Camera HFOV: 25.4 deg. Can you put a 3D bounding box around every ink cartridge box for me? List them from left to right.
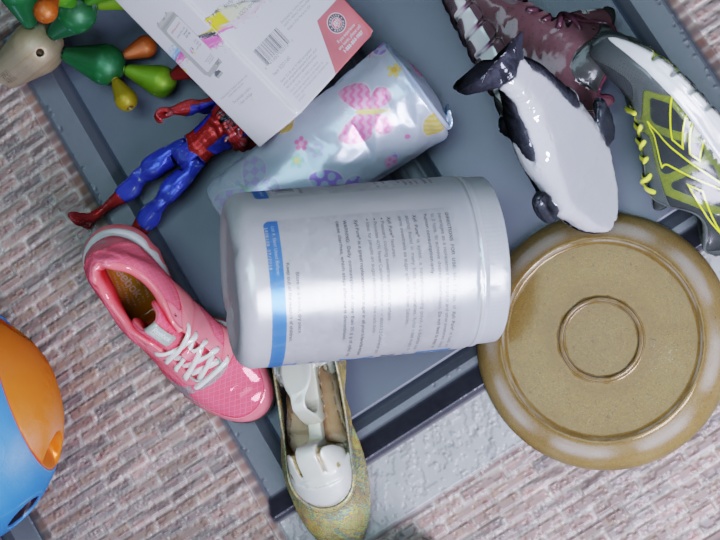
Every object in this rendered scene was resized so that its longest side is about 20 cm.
[{"bbox_3d":[-0.102,-0.210,1.220,0.200,0.067,0.117,46,54,-10],"label":"ink cartridge box"}]

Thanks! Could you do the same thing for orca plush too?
[{"bbox_3d":[0.121,-0.095,1.173,0.071,0.200,0.106,13,79,41],"label":"orca plush"}]

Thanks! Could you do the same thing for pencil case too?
[{"bbox_3d":[-0.025,-0.088,1.260,0.200,0.083,0.091,-39,91,8],"label":"pencil case"}]

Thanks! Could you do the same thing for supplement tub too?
[{"bbox_3d":[0.000,0.000,1.190,0.199,0.132,0.133,-4,84,-10],"label":"supplement tub"}]

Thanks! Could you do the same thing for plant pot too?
[{"bbox_3d":[0.186,0.053,1.228,0.199,0.027,0.201,-1,85,12],"label":"plant pot"}]

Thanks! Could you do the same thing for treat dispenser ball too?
[{"bbox_3d":[-0.334,0.122,1.254,0.200,0.201,0.202,-1,86,13],"label":"treat dispenser ball"}]

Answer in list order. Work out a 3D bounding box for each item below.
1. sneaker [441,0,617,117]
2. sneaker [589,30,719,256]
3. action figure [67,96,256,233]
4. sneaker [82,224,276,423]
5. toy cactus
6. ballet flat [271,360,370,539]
[{"bbox_3d":[0.133,-0.199,1.243,0.115,0.076,0.201,-27,91,5],"label":"sneaker"},{"bbox_3d":[0.233,-0.092,1.190,0.085,0.074,0.200,-43,93,13],"label":"sneaker"},{"bbox_3d":[-0.152,-0.089,1.285,0.200,0.099,0.065,-39,80,5],"label":"action figure"},{"bbox_3d":[-0.149,0.054,1.258,0.074,0.087,0.200,-43,99,8],"label":"sneaker"},{"bbox_3d":[-0.243,-0.191,1.303,0.165,0.200,0.103,-29,43,39],"label":"toy cactus"},{"bbox_3d":[-0.037,0.122,1.255,0.070,0.071,0.201,-9,84,12],"label":"ballet flat"}]
